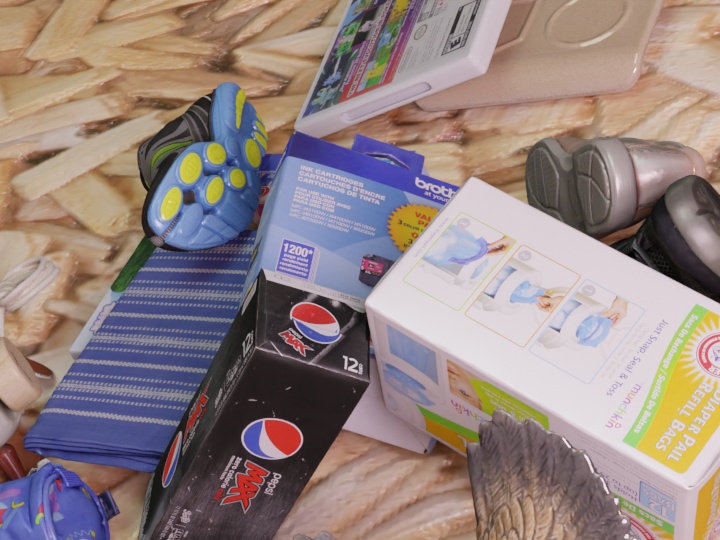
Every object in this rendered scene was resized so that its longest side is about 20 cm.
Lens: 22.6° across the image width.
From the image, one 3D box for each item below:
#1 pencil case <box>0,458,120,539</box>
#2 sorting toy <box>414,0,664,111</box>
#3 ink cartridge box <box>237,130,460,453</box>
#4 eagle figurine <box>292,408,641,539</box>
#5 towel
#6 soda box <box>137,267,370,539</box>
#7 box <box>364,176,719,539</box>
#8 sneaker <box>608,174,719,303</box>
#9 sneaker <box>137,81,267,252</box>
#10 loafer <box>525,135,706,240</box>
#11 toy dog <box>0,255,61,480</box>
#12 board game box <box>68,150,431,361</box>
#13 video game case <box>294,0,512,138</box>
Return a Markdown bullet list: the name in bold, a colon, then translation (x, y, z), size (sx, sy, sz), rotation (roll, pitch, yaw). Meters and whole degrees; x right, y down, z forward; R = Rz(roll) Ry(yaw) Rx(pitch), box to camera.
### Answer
- **pencil case**: translation (-0.255, 0.178, 1.134), size (0.200, 0.078, 0.087), rotation (-17, 68, 17)
- **sorting toy**: translation (0.146, -0.198, 1.340), size (0.185, 0.036, 0.200), rotation (-3, 49, 32)
- **ink cartridge box**: translation (0.000, 0.000, 1.117), size (0.136, 0.076, 0.200), rotation (18, 42, -7)
- **eagle figurine**: translation (0.061, 0.184, 0.814), size (0.151, 0.200, 0.152), rotation (2, 47, 35)
- **towel**: translation (-0.121, 0.049, 1.178), size (0.145, 0.024, 0.200), rotation (2, 46, 38)
- **soda box**: translation (-0.062, 0.094, 1.016), size (0.063, 0.071, 0.200), rotation (-89, 23, -46)
- **box**: translation (0.114, 0.057, 0.948), size (0.200, 0.113, 0.101), rotation (29, 63, 26)
- **sneaker**: translation (0.164, 0.006, 0.993), size (0.114, 0.076, 0.199), rotation (-34, -7, 8)
- **sneaker**: translation (-0.117, -0.063, 1.257), size (0.083, 0.071, 0.200), rotation (-29, 22, 20)
- **loafer**: translation (0.152, -0.051, 1.100), size (0.063, 0.072, 0.200), rotation (-9, 3, -8)
- **toy dog**: translation (-0.263, 0.085, 1.262), size (0.132, 0.096, 0.200), rotation (-22, 23, 16)
- **board game box**: translation (-0.074, -0.001, 1.250), size (0.200, 0.041, 0.200), rotation (0, 47, 35)
- **video game case**: translation (0.047, -0.197, 1.366), size (0.182, 0.023, 0.200), rotation (-17, 40, 42)
